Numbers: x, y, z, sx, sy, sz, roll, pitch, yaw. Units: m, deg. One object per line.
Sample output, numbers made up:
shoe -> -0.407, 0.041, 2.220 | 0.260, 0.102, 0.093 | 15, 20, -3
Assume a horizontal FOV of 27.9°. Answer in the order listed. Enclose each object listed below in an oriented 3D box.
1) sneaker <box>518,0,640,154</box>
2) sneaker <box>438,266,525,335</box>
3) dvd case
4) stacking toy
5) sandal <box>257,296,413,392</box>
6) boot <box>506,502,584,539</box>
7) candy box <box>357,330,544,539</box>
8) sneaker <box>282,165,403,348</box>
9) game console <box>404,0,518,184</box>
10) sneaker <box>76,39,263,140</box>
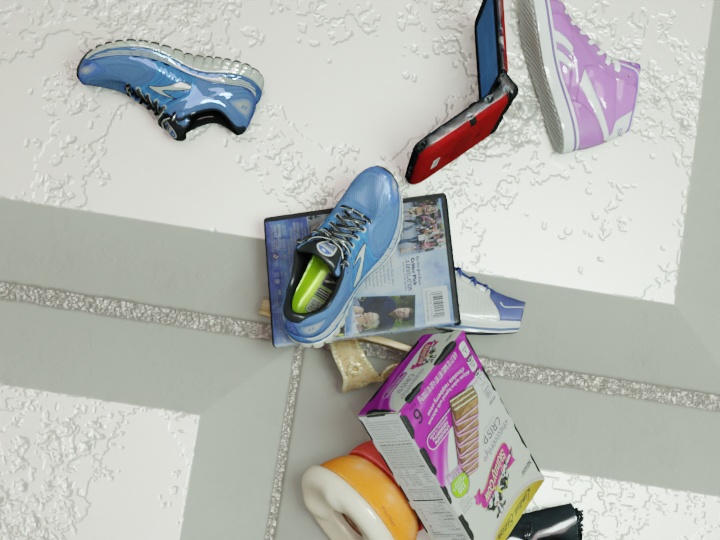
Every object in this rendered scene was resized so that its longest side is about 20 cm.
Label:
sneaker -> 0.244, -0.238, 1.594 | 0.114, 0.073, 0.201 | -16, 95, -7
sneaker -> 0.083, 0.006, 1.554 | 0.199, 0.081, 0.116 | 8, 86, 1
dvd case -> 0.000, 0.000, 1.520 | 0.199, 0.018, 0.143 | -8, 74, 8
stacking toy -> 0.051, 0.214, 1.526 | 0.200, 0.146, 0.146 | -38, 86, -23
sandal -> -0.016, 0.094, 1.548 | 0.211, 0.078, 0.070 | 19, 85, 9
boot -> 0.166, 0.351, 1.522 | 0.167, 0.076, 0.201 | -5, 78, 2
candy box -> 0.096, 0.181, 1.468 | 0.136, 0.061, 0.200 | -48, 118, -40
sneaker -> -0.018, -0.019, 1.472 | 0.078, 0.089, 0.201 | 24, 78, 15
game console -> 0.096, -0.194, 1.515 | 0.172, 0.200, 0.119 | -34, 85, -4
sneaker -> -0.209, -0.191, 1.559 | 0.199, 0.079, 0.090 | 11, 82, -1
